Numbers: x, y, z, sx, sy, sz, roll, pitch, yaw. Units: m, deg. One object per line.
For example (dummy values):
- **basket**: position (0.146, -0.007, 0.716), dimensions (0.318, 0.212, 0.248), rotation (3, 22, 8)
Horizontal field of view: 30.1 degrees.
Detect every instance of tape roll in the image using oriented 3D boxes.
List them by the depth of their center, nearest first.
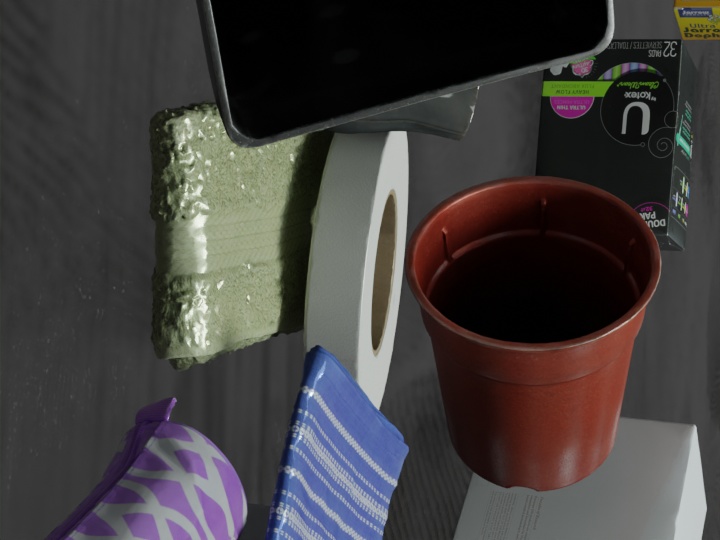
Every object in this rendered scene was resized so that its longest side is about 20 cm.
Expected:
- **tape roll**: position (0.000, 0.000, 0.869), dimensions (0.203, 0.036, 0.206), rotation (6, 90, -83)

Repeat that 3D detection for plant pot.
- **plant pot**: position (-0.007, -0.204, 0.660), dimensions (0.178, 0.197, 0.202), rotation (-127, -156, -60)
- **plant pot**: position (0.140, 0.063, 1.100), dimensions (0.202, 0.198, 0.197), rotation (-63, 155, -43)

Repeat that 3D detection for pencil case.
- **pencil case**: position (-0.126, 0.145, 0.605), dimensions (0.086, 0.083, 0.200), rotation (62, 30, -12)

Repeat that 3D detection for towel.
- **towel**: position (-0.017, 0.159, 0.721), dimensions (0.145, 0.024, 0.203), rotation (56, 39, -56)
- **towel**: position (-0.062, -0.028, 0.780), dimensions (0.200, 0.036, 0.151), rotation (-15, 106, -66)

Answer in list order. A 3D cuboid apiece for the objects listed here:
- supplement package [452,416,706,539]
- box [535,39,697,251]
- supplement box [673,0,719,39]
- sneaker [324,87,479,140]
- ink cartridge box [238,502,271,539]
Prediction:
- **supplement package**: position (0.206, 0.251, 1.247), dimensions (0.148, 0.197, 0.193), rotation (68, 35, -45)
- **box**: position (0.269, -0.129, 1.405), dimensions (0.124, 0.146, 0.203), rotation (16, 78, -67)
- **supplement box**: position (0.562, -0.477, 2.101), dimensions (0.109, 0.107, 0.203), rotation (40, 57, -62)
- **sneaker**: position (0.015, -0.170, 0.816), dimensions (0.075, 0.105, 0.203), rotation (139, -44, -63)
- **ink cartridge box**: position (-0.088, 0.238, 0.694), dimensions (0.200, 0.083, 0.147), rotation (-55, 141, -53)
